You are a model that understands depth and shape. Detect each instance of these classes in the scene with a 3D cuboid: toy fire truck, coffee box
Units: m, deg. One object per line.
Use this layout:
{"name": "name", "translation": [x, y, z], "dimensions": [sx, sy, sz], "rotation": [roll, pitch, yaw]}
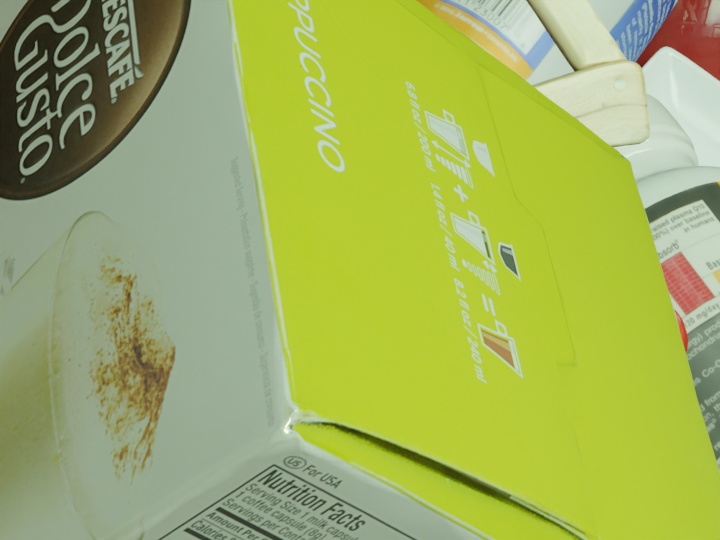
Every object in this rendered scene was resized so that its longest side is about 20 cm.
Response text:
{"name": "toy fire truck", "translation": [0.051, -0.042, 0.794], "dimensions": [0.200, 0.141, 0.049], "rotation": [40, -4, -9]}
{"name": "coffee box", "translation": [-0.036, 0.046, 0.638], "dimensions": [0.200, 0.198, 0.200], "rotation": [32, 35, -40]}

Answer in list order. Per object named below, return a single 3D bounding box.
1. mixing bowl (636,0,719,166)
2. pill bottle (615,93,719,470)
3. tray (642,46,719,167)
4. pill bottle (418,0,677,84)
{"name": "mixing bowl", "translation": [0.164, -0.031, 1.105], "dimensions": [0.200, 0.200, 0.109], "rotation": [43, 49, -25]}
{"name": "pill bottle", "translation": [0.131, 0.033, 0.878], "dimensions": [0.116, 0.116, 0.200], "rotation": [15, 36, -53]}
{"name": "tray", "translation": [0.121, 0.000, 0.981], "dimensions": [0.107, 0.022, 0.200], "rotation": [36, 61, 7]}
{"name": "pill bottle", "translation": [0.076, -0.124, 1.015], "dimensions": [0.112, 0.112, 0.200], "rotation": [48, 55, -16]}
